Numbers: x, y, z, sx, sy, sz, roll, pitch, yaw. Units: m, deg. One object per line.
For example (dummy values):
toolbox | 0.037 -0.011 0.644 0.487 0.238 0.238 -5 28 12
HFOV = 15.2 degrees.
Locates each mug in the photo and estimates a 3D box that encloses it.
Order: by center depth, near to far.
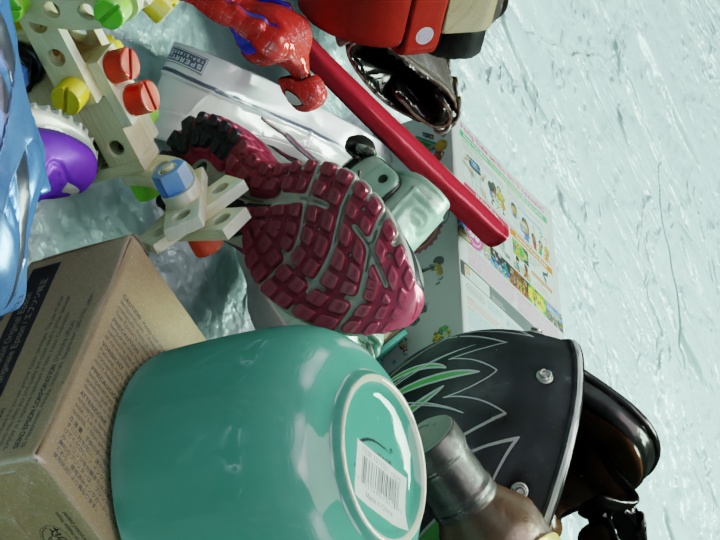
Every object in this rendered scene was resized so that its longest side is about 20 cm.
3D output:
mug | -0.030 0.099 1.368 0.185 0.114 0.152 -39 113 -59

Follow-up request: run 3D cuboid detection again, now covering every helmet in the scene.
helmet | 0.078 0.131 1.596 0.191 0.200 0.200 41 43 -28

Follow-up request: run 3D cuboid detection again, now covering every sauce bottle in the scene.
sauce bottle | 0.085 0.168 1.477 0.200 0.065 0.065 53 35 -18

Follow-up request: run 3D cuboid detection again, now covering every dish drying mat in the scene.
dish drying mat | 0.014 -0.090 1.665 0.200 0.018 0.077 45 3 -8

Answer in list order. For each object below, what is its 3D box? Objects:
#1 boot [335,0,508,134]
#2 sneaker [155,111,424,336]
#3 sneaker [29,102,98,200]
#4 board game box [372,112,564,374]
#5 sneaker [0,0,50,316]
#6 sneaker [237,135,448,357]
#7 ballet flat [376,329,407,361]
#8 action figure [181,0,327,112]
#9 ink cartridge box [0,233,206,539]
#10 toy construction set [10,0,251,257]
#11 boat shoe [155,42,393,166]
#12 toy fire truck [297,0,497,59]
boot | 0.037 -0.158 1.757 0.200 0.069 0.174 28 38 -42
sneaker | -0.027 -0.025 1.437 0.075 0.200 0.081 25 100 -44
sneaker | -0.206 -0.030 1.314 0.200 0.069 0.100 4 76 -52
board game box | 0.073 0.017 1.768 0.148 0.064 0.200 43 37 -46
sneaker | -0.182 -0.076 1.249 0.078 0.066 0.200 10 77 -57
sneaker | 0.000 0.000 1.514 0.074 0.118 0.200 46 11 -32
ballet flat | -0.035 0.058 1.605 0.062 0.067 0.200 47 28 0
action figure | -0.087 -0.170 1.534 0.200 0.052 0.065 48 21 2
ink cartridge box | -0.120 0.111 1.399 0.200 0.075 0.165 57 33 -31
toy construction set | -0.124 -0.101 1.416 0.092 0.131 0.200 -39 113 -58
boat shoe | -0.057 -0.076 1.607 0.200 0.074 0.065 24 89 -48
toy fire truck | -0.030 -0.212 1.573 0.200 0.176 0.129 -7 128 -28
